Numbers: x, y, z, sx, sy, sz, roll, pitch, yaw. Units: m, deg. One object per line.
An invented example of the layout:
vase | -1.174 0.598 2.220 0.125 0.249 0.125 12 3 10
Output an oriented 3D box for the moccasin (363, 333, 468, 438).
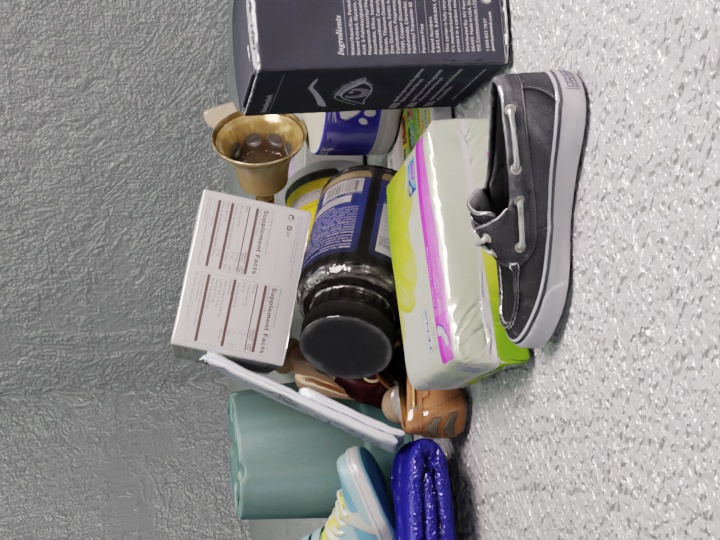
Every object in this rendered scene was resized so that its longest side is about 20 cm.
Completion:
moccasin | 0.042 0.088 1.006 0.202 0.078 0.074 -107 18 -47

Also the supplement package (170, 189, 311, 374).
supplement package | -0.128 0.021 1.072 0.200 0.111 0.156 137 144 -78

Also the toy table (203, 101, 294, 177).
toy table | -0.140 -0.221 1.602 0.200 0.184 0.117 34 144 64

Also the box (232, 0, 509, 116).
box | 0.001 -0.195 0.831 0.148 0.200 0.105 159 107 -77

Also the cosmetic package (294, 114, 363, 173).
cosmetic package | -0.042 -0.146 1.334 0.113 0.081 0.200 -122 30 -70

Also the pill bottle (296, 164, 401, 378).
pill bottle | 0.000 0.000 0.979 0.112 0.112 0.200 99 -178 -45

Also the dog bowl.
dog bowl | -0.015 -0.221 1.084 0.200 0.079 0.201 177 90 -78

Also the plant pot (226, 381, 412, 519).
plant pot | -0.055 0.211 1.221 0.200 0.196 0.201 177 90 -78

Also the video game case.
video game case | 0.052 -0.192 1.021 0.182 0.023 0.200 150 117 -77

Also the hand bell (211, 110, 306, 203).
hand bell | -0.108 -0.076 1.180 0.104 0.104 0.200 -106 10 -45

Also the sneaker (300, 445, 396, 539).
sneaker | -0.024 0.285 1.123 0.080 0.130 0.200 -95 -12 -60

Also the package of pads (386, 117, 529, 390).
package of pads | 0.074 -0.006 0.856 0.155 0.068 0.200 128 138 -72

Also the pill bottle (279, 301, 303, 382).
pill bottle | -0.062 0.093 1.382 0.200 0.112 0.112 161 106 -89

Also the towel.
towel | 0.055 0.239 0.993 0.200 0.049 0.148 102 162 -79

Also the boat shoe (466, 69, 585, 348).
boat shoe | 0.105 -0.037 0.701 0.072 0.068 0.200 -114 24 -60

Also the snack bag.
snack bag | -0.050 0.130 1.009 0.189 0.200 0.021 77 -143 -78

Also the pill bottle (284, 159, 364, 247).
pill bottle | -0.022 -0.019 1.195 0.114 0.114 0.200 107 157 -59

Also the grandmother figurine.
grandmother figurine | 0.001 0.125 1.108 0.200 0.121 0.061 17 95 45
